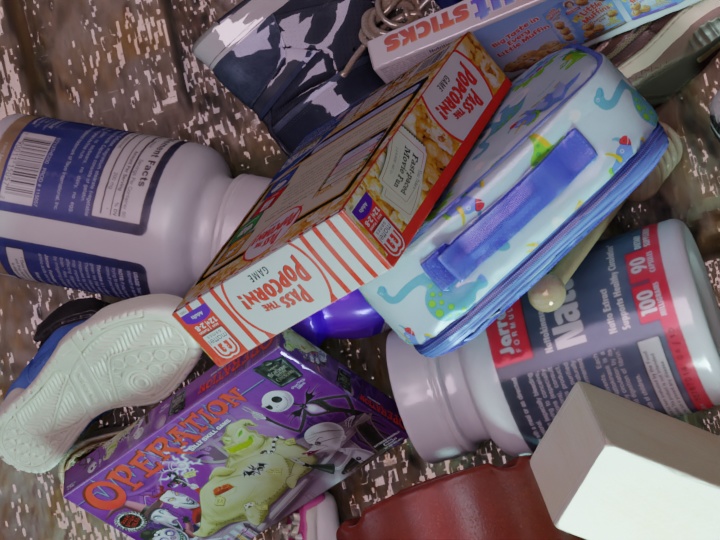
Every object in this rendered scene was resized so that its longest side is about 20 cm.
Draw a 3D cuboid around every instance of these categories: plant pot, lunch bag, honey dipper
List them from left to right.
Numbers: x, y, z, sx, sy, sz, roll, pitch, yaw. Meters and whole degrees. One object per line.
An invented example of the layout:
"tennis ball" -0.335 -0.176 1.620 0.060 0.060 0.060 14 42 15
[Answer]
"plant pot" 0.082 0.229 1.359 0.200 0.201 0.196 -23 74 13
"lunch bag" 0.084 -0.041 1.295 0.200 0.161 0.082 -43 99 2
"honey dipper" 0.148 -0.033 1.345 0.038 0.200 0.038 14 125 21

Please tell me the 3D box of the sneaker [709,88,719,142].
"sneaker" 0.306 -0.058 1.360 0.083 0.081 0.200 -44 77 4

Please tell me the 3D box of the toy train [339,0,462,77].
"toy train" 0.075 -0.193 1.370 0.085 0.116 0.200 45 74 -15

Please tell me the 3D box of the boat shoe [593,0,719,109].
"boat shoe" 0.188 -0.157 1.402 0.202 0.075 0.075 -35 72 3

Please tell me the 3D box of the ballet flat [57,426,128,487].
"ballet flat" -0.108 0.127 1.473 0.200 0.062 0.068 -11 85 14

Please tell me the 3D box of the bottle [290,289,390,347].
"bottle" 0.000 0.000 1.406 0.200 0.065 0.084 -26 73 -15

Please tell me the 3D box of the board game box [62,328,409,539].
"board game box" -0.080 0.117 1.410 0.200 0.032 0.120 -35 122 29

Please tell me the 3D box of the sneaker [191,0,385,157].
"sneaker" 0.012 -0.155 1.448 0.202 0.077 0.146 -40 87 2

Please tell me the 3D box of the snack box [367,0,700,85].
"snack box" 0.108 -0.154 1.354 0.200 0.072 0.024 -21 61 15

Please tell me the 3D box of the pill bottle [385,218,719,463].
"pill bottle" 0.124 0.052 1.381 0.200 0.120 0.120 -18 83 14

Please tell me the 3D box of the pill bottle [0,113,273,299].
"pill bottle" -0.151 -0.036 1.465 0.200 0.111 0.111 11 91 15

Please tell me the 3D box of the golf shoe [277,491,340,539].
"golf shoe" -0.007 0.241 1.446 0.091 0.075 0.200 -3 80 -15

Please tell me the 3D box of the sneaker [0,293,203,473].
"sneaker" -0.161 0.048 1.448 0.077 0.111 0.200 40 129 -14

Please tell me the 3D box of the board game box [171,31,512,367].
"board game box" -0.009 -0.044 1.295 0.151 0.200 0.046 -30 108 40

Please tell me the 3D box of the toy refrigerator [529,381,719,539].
"toy refrigerator" 0.206 0.144 1.324 0.200 0.076 0.070 22 111 -19
